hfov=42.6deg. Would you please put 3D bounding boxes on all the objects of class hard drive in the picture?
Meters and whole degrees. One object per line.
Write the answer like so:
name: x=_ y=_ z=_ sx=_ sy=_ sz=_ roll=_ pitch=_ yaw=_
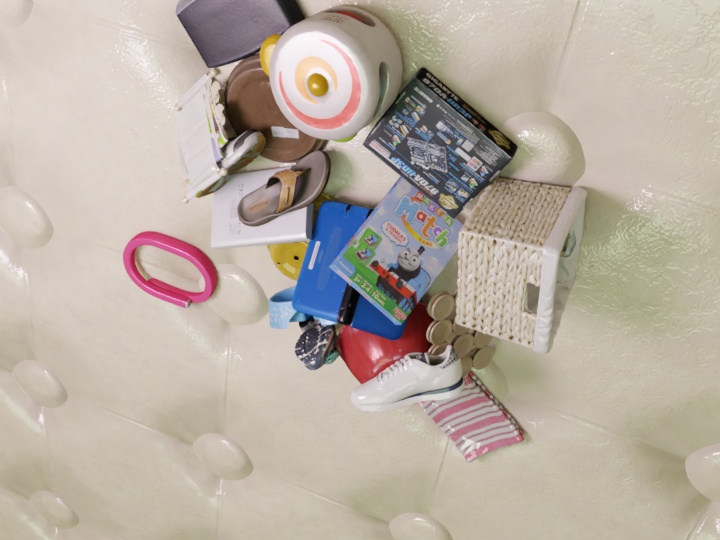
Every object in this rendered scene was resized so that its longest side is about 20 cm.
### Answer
hard drive: x=-0.196 y=-0.405 z=1.469 sx=0.199 sy=0.042 sz=0.135 roll=-16 pitch=116 yaw=32
hard drive: x=-0.174 y=-0.111 z=1.630 sx=0.198 sy=0.027 sz=0.133 roll=-4 pitch=77 yaw=27

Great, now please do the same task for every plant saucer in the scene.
plant saucer: x=-0.143 y=-0.267 z=1.555 sx=0.198 sy=0.030 sz=0.201 roll=12 pitch=127 yaw=15

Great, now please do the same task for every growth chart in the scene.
growth chart: x=-0.272 y=-0.230 z=1.572 sx=0.144 sy=0.018 sz=0.202 roll=-21 pitch=71 yaw=40

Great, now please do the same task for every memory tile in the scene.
memory tile: x=0.176 y=0.108 z=1.614 sx=0.017 sy=0.152 sz=0.201 roll=37 pitch=138 yaw=44

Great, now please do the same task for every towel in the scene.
towel: x=0.206 y=0.281 z=1.794 sx=0.146 sy=0.030 sz=0.200 roll=-31 pitch=107 yaw=36

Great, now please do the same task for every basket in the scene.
basket: x=0.251 y=-0.014 z=1.450 sx=0.160 sy=0.200 sz=0.199 roll=12 pitch=128 yaw=18

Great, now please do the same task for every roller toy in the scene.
roller toy: x=-0.040 y=-0.299 z=1.399 sx=0.182 sy=0.140 sz=0.201 roll=-28 pitch=101 yaw=35

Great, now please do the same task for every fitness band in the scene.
fitness band: x=-0.383 y=-0.001 z=1.850 sx=0.199 sy=0.038 sz=0.144 roll=20 pitch=129 yaw=9

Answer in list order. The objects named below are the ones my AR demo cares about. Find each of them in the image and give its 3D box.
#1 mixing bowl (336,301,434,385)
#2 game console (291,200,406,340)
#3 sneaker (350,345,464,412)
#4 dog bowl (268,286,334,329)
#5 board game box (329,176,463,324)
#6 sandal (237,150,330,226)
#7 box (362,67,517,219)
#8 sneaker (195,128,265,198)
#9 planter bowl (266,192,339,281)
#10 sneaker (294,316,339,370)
mixing bowl: x=0.064 y=0.159 z=1.662 sx=0.198 sy=0.109 sz=0.201 roll=-8 pitch=136 yaw=-8
game console: x=0.000 y=0.000 z=1.591 sx=0.170 sy=0.202 sz=0.118 roll=13 pitch=173 yaw=32
sneaker: x=0.075 y=0.182 z=1.571 sx=0.198 sy=0.077 sz=0.081 roll=-15 pitch=114 yaw=4
dog bowl: x=-0.085 y=0.061 z=1.718 sx=0.199 sy=0.111 sz=0.050 roll=-7 pitch=108 yaw=28
board game box: x=0.067 y=-0.036 z=1.527 sx=0.151 sy=0.200 sz=0.037 roll=40 pitch=166 yaw=-10
sandal: x=-0.136 y=-0.139 z=1.570 sx=0.199 sy=0.054 sz=0.082 roll=-23 pitch=69 yaw=22
box: x=0.125 y=-0.199 z=1.471 sx=0.200 sy=0.046 sz=0.159 roll=38 pitch=130 yaw=-5
sneaker: x=-0.246 y=-0.202 z=1.592 sx=0.199 sy=0.075 sz=0.088 roll=-30 pitch=87 yaw=39
planter bowl: x=-0.102 y=-0.042 z=1.663 sx=0.199 sy=0.084 sz=0.202 roll=12 pitch=128 yaw=17
sneaker: x=-0.066 y=0.139 z=1.711 sx=0.077 sy=0.200 sz=0.087 roll=-28 pitch=108 yaw=11
